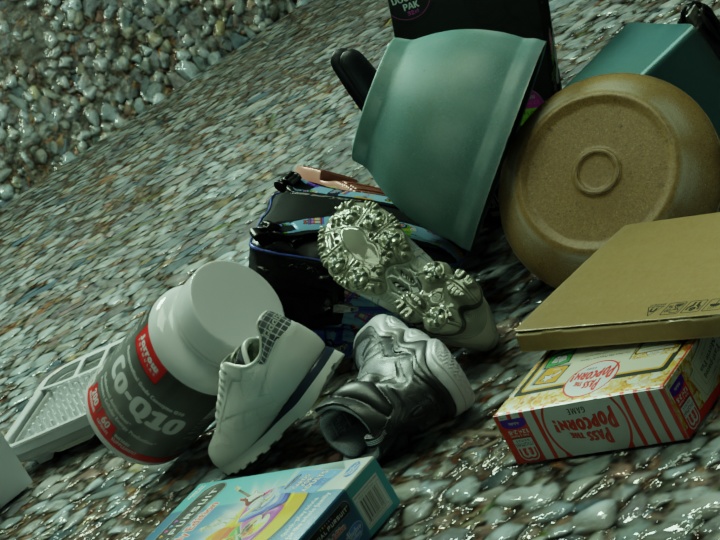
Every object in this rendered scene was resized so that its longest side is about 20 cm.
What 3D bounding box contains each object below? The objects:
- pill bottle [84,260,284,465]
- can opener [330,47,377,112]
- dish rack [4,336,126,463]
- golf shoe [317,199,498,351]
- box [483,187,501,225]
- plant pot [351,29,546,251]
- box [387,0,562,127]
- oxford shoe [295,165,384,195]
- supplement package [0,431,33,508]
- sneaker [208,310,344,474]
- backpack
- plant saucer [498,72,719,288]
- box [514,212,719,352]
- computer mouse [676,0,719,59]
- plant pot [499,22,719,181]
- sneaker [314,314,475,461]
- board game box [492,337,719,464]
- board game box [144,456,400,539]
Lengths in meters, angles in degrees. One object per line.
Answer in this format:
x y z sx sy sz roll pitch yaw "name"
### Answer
-0.160 0.084 1.674 0.200 0.114 0.114 -46 1 41 "pill bottle"
0.040 -0.135 1.769 0.079 0.200 0.063 -48 15 -17 "can opener"
-0.286 0.137 1.976 0.172 0.044 0.200 -23 16 18 "dish rack"
0.041 0.013 1.606 0.078 0.097 0.200 -48 50 -1 "golf shoe"
0.182 -0.108 1.919 0.158 0.050 0.200 -38 18 -32 "box"
0.072 -0.133 1.660 0.200 0.134 0.200 20 -90 -85 "plant pot"
0.118 -0.209 1.825 0.148 0.200 0.124 -7 21 11 "box"
-0.010 -0.056 1.902 0.071 0.074 0.200 13 6 -30 "oxford shoe"
-0.464 0.209 1.848 0.200 0.156 0.111 -39 17 -31 "supplement package"
-0.089 0.104 1.581 0.200 0.080 0.076 -49 8 44 "sneaker"
0.000 0.000 1.741 0.200 0.135 0.183 6 22 4 "backpack"
0.204 -0.078 1.552 0.200 0.200 0.035 -24 -24 17 "plant saucer"
0.232 0.004 1.356 0.200 0.021 0.163 -8 25 49 "box"
0.289 -0.153 1.781 0.200 0.139 0.053 -37 33 3 "computer mouse"
0.238 -0.105 1.667 0.200 0.141 0.141 -42 17 -7 "plant pot"
0.009 0.099 1.519 0.114 0.076 0.200 -34 16 -14 "sneaker"
0.208 0.059 1.352 0.151 0.046 0.200 -14 21 42 "board game box"
-0.090 0.212 1.391 0.200 0.047 0.151 -14 21 42 "board game box"
